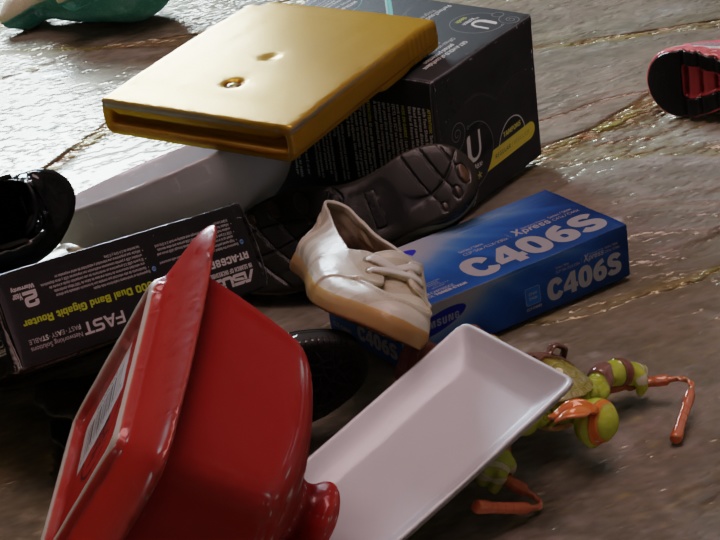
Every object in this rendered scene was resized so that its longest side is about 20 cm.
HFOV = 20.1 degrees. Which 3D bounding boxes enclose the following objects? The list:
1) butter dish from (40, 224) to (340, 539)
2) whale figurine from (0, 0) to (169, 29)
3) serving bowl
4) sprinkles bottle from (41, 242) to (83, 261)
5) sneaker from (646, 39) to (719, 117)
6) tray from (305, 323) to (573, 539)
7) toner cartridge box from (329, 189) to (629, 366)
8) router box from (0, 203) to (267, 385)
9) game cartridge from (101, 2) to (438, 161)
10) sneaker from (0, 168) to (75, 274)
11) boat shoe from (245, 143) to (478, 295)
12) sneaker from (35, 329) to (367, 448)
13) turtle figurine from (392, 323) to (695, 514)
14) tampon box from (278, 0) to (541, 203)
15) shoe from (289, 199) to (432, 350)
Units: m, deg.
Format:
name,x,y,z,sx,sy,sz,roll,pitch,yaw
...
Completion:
name,x,y,z,sx,sy,sz,roll,pitch,yaw
butter dish,-0.081,0.114,1.115,0.147,0.200,0.200,22,39,-14
whale figurine,-0.272,-0.291,2.092,0.199,0.104,0.159,-25,21,20
serving bowl,-0.137,-0.051,1.538,0.199,0.066,0.200,-21,9,3
sprinkles bottle,-0.269,0.045,1.397,0.199,0.069,0.068,-26,32,-35
sneaker,0.343,-0.169,1.690,0.199,0.074,0.087,9,28,30
tray,0.024,0.114,1.175,0.200,0.022,0.107,-40,37,-17
toner cartridge box,0.083,0.004,1.428,0.199,0.043,0.095,-22,28,-29
router box,-0.183,0.023,1.322,0.199,0.062,0.150,-20,0,-39
game cartridge,-0.065,-0.145,1.516,0.176,0.033,0.200,11,33,32
sneaker,-0.234,-0.029,1.343,0.104,0.060,0.200,-32,5,42
boat shoe,-0.004,-0.028,1.492,0.199,0.076,0.074,-18,-15,5
sneaker,-0.102,0.071,1.287,0.199,0.060,0.104,-24,29,-9
turtle figurine,0.097,0.078,1.246,0.200,0.065,0.161,-28,33,-37
tampon box,0.022,-0.134,1.629,0.199,0.127,0.150,13,34,34
shoe,0.000,0.000,1.301,0.070,0.054,0.200,20,8,-22
